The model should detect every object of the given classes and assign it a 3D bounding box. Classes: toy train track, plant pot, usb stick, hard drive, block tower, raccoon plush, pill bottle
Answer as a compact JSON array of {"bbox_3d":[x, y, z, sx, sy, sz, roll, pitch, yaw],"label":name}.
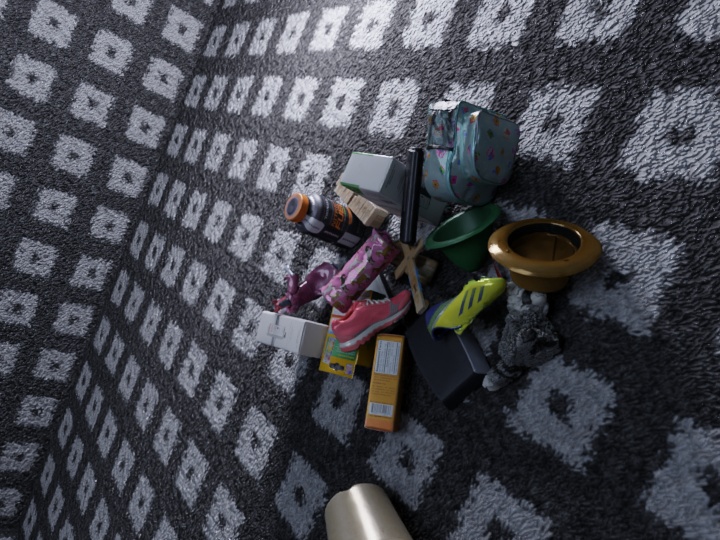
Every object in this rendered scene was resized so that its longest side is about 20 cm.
[{"bbox_3d":[0.119,0.008,1.155,0.115,0.033,0.200,-55,30,38],"label":"toy train track"},{"bbox_3d":[0.017,0.520,1.054,0.201,0.200,0.184,-56,30,17],"label":"plant pot"},{"bbox_3d":[0.105,-0.152,1.145,0.055,0.033,0.200,-126,39,-75],"label":"usb stick"},{"bbox_3d":[0.168,0.164,1.123,0.135,0.042,0.200,-48,45,24],"label":"hard drive"},{"bbox_3d":[0.000,-0.179,1.444,0.054,0.058,0.200,-56,40,17],"label":"block tower"},{"bbox_3d":[0.266,0.108,1.003,0.200,0.097,0.134,-42,41,30],"label":"raccoon plush"},{"bbox_3d":[0.023,0.095,1.322,0.140,0.033,0.200,-45,46,27],"label":"hard drive"},{"bbox_3d":[-0.094,-0.131,1.415,0.106,0.200,0.106,-21,60,42],"label":"pill bottle"}]

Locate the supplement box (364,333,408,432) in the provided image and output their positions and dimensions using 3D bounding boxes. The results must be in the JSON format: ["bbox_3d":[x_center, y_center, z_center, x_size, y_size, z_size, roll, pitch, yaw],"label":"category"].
[{"bbox_3d":[0.058,0.238,1.182,0.069,0.067,0.200,7,76,15],"label":"supplement box"}]

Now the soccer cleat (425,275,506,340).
[{"bbox_3d":[0.199,0.073,1.037,0.200,0.065,0.084,-36,52,45],"label":"soccer cleat"}]

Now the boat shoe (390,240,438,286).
[{"bbox_3d":[0.098,-0.035,1.269,0.200,0.071,0.065,35,97,39],"label":"boat shoe"}]

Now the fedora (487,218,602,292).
[{"bbox_3d":[0.316,-0.019,0.967,0.201,0.200,0.082,39,142,48],"label":"fedora"}]

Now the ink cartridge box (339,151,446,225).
[{"bbox_3d":[0.078,-0.181,1.245,0.147,0.200,0.083,21,88,49],"label":"ink cartridge box"}]

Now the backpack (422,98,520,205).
[{"bbox_3d":[0.220,-0.229,1.124,0.153,0.176,0.200,25,106,47],"label":"backpack"}]

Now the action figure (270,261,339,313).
[{"bbox_3d":[-0.138,0.063,1.409,0.149,0.200,0.134,26,134,35],"label":"action figure"}]

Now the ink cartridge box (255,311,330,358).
[{"bbox_3d":[-0.146,0.164,1.394,0.200,0.146,0.083,6,80,50],"label":"ink cartridge box"}]

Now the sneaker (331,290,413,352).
[{"bbox_3d":[0.025,0.089,1.189,0.200,0.087,0.074,-35,7,-13],"label":"sneaker"}]

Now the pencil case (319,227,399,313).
[{"bbox_3d":[0.000,0.000,1.229,0.200,0.083,0.087,-49,53,12],"label":"pencil case"}]

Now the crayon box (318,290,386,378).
[{"bbox_3d":[-0.019,0.144,1.284,0.126,0.052,0.200,3,76,48],"label":"crayon box"}]

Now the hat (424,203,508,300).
[{"bbox_3d":[0.240,-0.015,1.131,0.166,0.176,0.200,-20,18,33],"label":"hat"}]
